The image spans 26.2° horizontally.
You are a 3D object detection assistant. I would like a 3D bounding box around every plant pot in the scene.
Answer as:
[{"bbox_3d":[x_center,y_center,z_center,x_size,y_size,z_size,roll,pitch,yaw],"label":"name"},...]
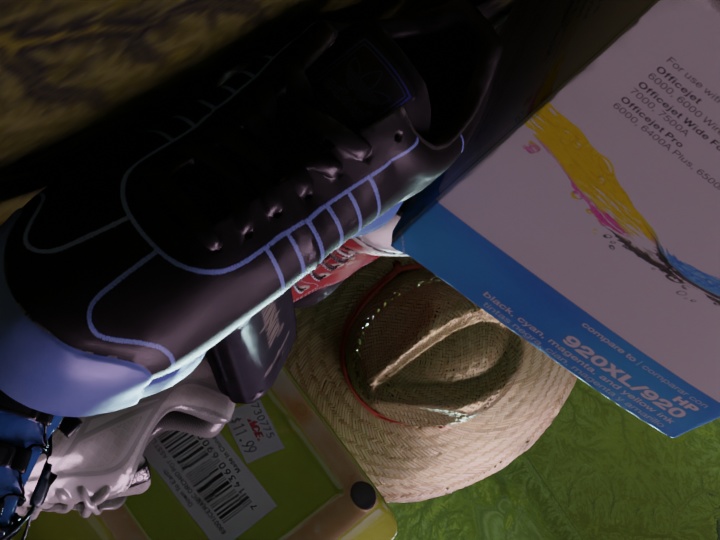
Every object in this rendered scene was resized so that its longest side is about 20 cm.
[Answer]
[{"bbox_3d":[-0.112,0.135,0.810,0.198,0.201,0.182,-30,169,-40],"label":"plant pot"}]

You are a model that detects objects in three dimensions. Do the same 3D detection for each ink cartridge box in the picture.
[{"bbox_3d":[0.134,-0.060,0.544,0.148,0.144,0.200,-60,-170,-29],"label":"ink cartridge box"}]

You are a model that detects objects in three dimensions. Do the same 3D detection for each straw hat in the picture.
[{"bbox_3d":[0.040,0.042,0.834,0.200,0.202,0.085,-34,-167,-4],"label":"straw hat"}]

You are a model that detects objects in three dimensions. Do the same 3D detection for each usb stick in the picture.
[{"bbox_3d":[-0.048,0.007,0.614,0.200,0.032,0.056,90,18,-72],"label":"usb stick"}]

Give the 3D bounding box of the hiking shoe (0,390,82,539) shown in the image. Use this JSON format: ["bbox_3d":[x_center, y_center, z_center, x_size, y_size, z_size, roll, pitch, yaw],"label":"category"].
[{"bbox_3d":[-0.120,0.053,0.480,0.199,0.087,0.074,-34,176,-13],"label":"hiking shoe"}]

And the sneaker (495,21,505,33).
[{"bbox_3d":[0.146,-0.118,0.747,0.110,0.077,0.199,-26,174,24],"label":"sneaker"}]

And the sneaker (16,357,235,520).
[{"bbox_3d":[-0.141,0.078,0.675,0.199,0.082,0.075,-31,177,-26],"label":"sneaker"}]

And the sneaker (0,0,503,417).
[{"bbox_3d":[-0.030,-0.031,0.450,0.200,0.070,0.078,-36,171,-49],"label":"sneaker"}]

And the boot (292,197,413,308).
[{"bbox_3d":[-0.016,-0.016,0.694,0.144,0.073,0.200,-34,180,19],"label":"boot"}]
